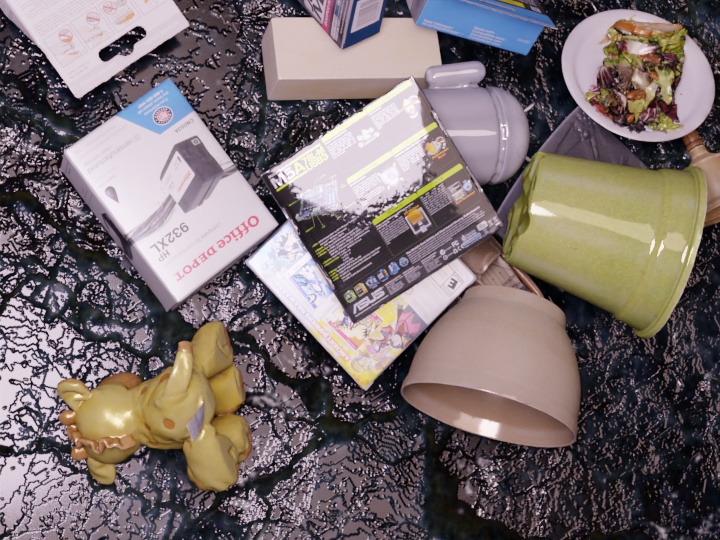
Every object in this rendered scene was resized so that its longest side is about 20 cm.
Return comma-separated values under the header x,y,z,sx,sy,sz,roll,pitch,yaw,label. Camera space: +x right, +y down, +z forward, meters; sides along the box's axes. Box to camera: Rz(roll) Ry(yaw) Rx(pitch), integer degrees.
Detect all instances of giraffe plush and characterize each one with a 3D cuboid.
x,y,z,sx,sy,sz,roll,pitch,yaw,label
-0.219,0.153,1.236,0.160,0.200,0.175,-10,88,12,giraffe plush

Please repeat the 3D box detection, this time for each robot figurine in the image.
x,y,z,sx,sy,sz,roll,pitch,yaw,label
0.110,-0.154,1.375,0.198,0.113,0.172,-3,106,-15,robot figurine

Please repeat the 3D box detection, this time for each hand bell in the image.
x,y,z,sx,sy,sz,roll,pitch,yaw,label
0.418,-0.163,1.506,0.103,0.104,0.202,-18,74,-18,hand bell

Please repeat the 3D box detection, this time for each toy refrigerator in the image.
x,y,z,sx,sy,sz,roll,pitch,yaw,label
-0.011,-0.245,1.388,0.198,0.070,0.077,-4,77,-18,toy refrigerator

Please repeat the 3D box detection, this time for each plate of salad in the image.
x,y,z,sx,sy,sz,roll,pitch,yaw,label
0.349,-0.250,1.479,0.197,0.048,0.202,4,63,-8,plate of salad

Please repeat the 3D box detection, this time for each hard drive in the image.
x,y,z,sx,sy,sz,roll,pitch,yaw,label
0.251,-0.087,1.454,0.135,0.042,0.201,40,74,-8,hard drive

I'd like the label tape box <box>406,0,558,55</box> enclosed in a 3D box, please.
x,y,z,sx,sy,sz,roll,pitch,yaw,label
0.131,-0.305,1.375,0.143,0.201,0.064,13,120,-14,label tape box

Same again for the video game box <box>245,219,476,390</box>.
x,y,z,sx,sy,sz,roll,pitch,yaw,label
0.000,0.000,1.349,0.182,0.047,0.200,-43,95,-6,video game box

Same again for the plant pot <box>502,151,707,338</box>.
x,y,z,sx,sy,sz,roll,pitch,yaw,label
0.264,-0.046,1.346,0.182,0.200,0.203,16,78,-1,plant pot

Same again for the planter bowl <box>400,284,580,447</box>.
x,y,z,sx,sy,sz,roll,pitch,yaw,label
0.156,0.099,1.324,0.198,0.200,0.136,21,71,-12,planter bowl

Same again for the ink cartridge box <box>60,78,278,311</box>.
x,y,z,sx,sy,sz,roll,pitch,yaw,label
-0.208,-0.080,1.297,0.145,0.084,0.201,-38,94,-18,ink cartridge box

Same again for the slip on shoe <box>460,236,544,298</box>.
x,y,z,sx,sy,sz,roll,pitch,yaw,label
0.140,-0.011,1.401,0.076,0.061,0.200,-42,95,-17,slip on shoe

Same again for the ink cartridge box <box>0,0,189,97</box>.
x,y,z,sx,sy,sz,roll,pitch,yaw,label
-0.312,-0.310,1.323,0.160,0.050,0.201,-37,97,-18,ink cartridge box

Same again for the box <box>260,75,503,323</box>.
x,y,z,sx,sy,sz,roll,pitch,yaw,label
0.024,-0.076,1.294,0.199,0.048,0.194,-33,92,4,box

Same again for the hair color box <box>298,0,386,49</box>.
x,y,z,sx,sy,sz,roll,pitch,yaw,label
-0.051,-0.356,1.335,0.060,0.100,0.200,-29,67,-26,hair color box
